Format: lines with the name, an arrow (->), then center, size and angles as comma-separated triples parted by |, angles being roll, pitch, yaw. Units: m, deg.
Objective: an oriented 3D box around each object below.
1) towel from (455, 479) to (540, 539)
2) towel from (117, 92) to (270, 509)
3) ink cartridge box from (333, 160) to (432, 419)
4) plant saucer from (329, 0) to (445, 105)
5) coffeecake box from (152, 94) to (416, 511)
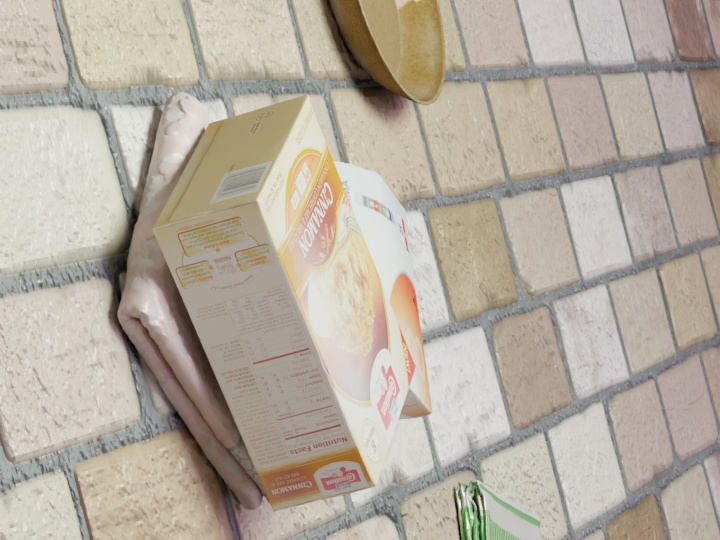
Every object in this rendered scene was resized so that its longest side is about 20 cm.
towel -> 0.119, 0.270, 2.199 | 0.152, 0.023, 0.201 | 35, 44, -62
towel -> -0.088, 0.019, 1.804 | 0.201, 0.032, 0.191 | -83, 151, -47
ink cartridge box -> 0.000, 0.000, 1.984 | 0.200, 0.050, 0.163 | 60, 21, -68
plant saucer -> 0.012, -0.220, 2.230 | 0.200, 0.035, 0.201 | -15, 90, -71
coffeecake box -> -0.043, 0.019, 1.770 | 0.154, 0.073, 0.201 | -69, 141, -61
